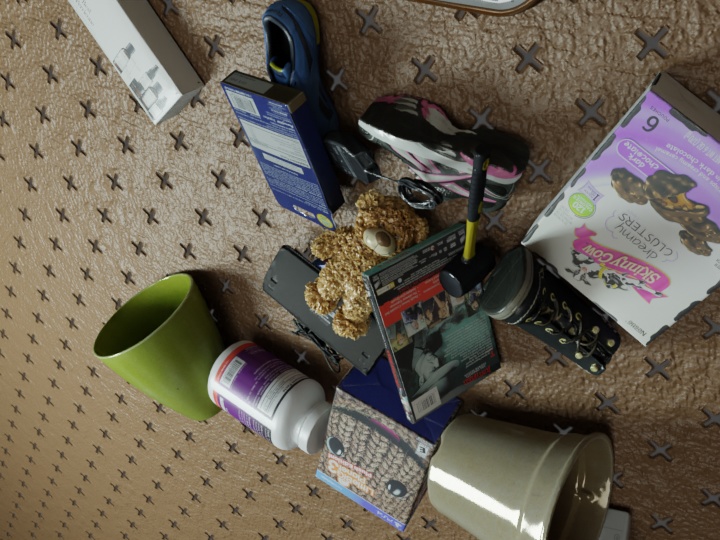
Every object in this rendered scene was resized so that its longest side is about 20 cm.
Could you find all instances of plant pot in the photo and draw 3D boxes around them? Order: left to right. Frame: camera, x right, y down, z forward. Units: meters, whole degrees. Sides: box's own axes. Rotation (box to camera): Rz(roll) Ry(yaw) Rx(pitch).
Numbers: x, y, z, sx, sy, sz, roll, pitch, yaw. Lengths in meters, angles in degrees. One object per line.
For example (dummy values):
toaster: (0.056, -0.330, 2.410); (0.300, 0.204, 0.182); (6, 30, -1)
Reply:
plant pot: (-0.293, 0.142, 1.104); (0.185, 0.188, 0.201); (-10, 125, 37)
plant pot: (0.192, 0.273, 0.855); (0.182, 0.200, 0.203); (13, 125, 40)

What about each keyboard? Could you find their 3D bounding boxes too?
keyboard: (-0.049, 0.059, 0.934); (0.199, 0.040, 0.105); (39, 110, 11)

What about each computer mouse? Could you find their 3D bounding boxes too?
computer mouse: (0.024, -0.116, 0.750); (0.199, 0.034, 0.059); (34, 164, 41)

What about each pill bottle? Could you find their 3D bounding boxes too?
pill bottle: (-0.132, 0.197, 1.042); (0.198, 0.112, 0.114); (26, 130, 28)

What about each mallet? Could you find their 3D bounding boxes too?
mallet: (0.112, -0.045, 0.716); (0.041, 0.066, 0.201); (38, 158, 29)

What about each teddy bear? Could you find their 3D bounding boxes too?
teddy bear: (0.000, 0.000, 0.833); (0.199, 0.066, 0.146); (-36, 83, 35)

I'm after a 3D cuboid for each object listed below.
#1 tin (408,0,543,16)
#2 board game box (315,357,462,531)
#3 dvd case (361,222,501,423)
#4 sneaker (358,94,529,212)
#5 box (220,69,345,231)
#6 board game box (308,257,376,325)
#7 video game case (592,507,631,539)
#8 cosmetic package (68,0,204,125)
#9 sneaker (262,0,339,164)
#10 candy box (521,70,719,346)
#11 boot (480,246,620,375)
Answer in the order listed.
tin: (0.097, -0.308, 0.648); (0.197, 0.042, 0.113); (19, 130, 23)
board game box: (0.036, 0.246, 0.985); (0.158, 0.097, 0.202); (26, 129, 18)
dvd case: (0.090, 0.064, 0.814); (0.022, 0.145, 0.203); (21, 134, 60)
sneaker: (0.081, -0.120, 0.749); (0.198, 0.080, 0.087); (30, 141, 22)
box: (-0.087, -0.141, 0.827); (0.120, 0.032, 0.201); (27, 151, 35)
board game box: (0.035, 0.044, 0.903); (0.197, 0.034, 0.137); (-1, 116, 35)
video game case: (0.242, 0.393, 0.879); (0.179, 0.202, 0.024); (3, 146, 32)
cosmetic package: (-0.300, -0.304, 0.903); (0.082, 0.051, 0.201); (-28, 100, 40)
sneaker: (-0.076, -0.209, 0.796); (0.065, 0.079, 0.203); (6, 122, 28)
candy box: (0.283, -0.053, 0.655); (0.167, 0.072, 0.201); (39, 132, 7)
boot: (0.203, 0.047, 0.703); (0.153, 0.204, 0.074); (37, 100, 4)
